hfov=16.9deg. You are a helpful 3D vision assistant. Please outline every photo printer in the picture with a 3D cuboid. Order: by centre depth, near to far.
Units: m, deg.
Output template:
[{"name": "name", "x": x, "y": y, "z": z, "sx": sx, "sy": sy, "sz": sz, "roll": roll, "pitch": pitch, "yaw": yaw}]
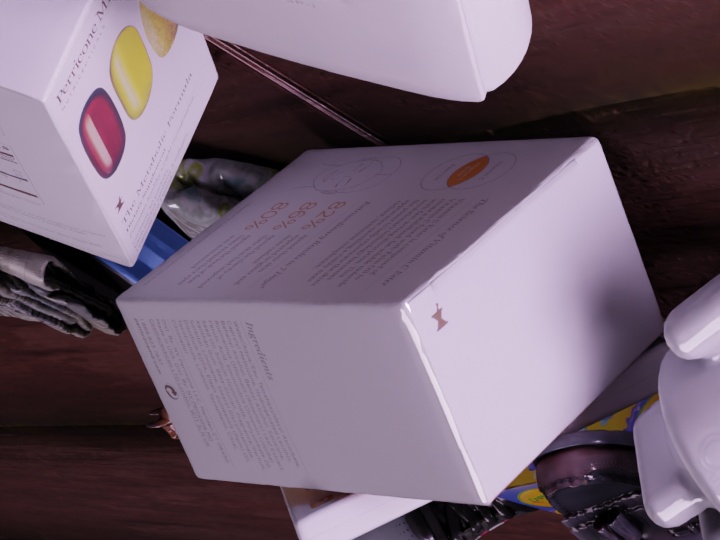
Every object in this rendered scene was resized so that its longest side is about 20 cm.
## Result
[{"name": "photo printer", "x": -0.024, "y": -0.143, "z": 0.889, "sx": 0.166, "sy": 0.070, "sz": 0.200, "roll": 17, "pitch": 163, "yaw": 14}]

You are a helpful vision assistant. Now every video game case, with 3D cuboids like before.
[{"name": "video game case", "x": 0.051, "y": 0.071, "z": 1.219, "sx": 0.182, "sy": 0.199, "sz": 0.023, "roll": -130, "pitch": 15, "yaw": -79}]

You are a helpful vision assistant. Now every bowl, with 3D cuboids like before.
[{"name": "bowl", "x": -0.128, "y": 0.002, "z": 1.438, "sx": 0.200, "sy": 0.039, "sz": 0.201, "roll": 34, "pitch": 171, "yaw": 6}]

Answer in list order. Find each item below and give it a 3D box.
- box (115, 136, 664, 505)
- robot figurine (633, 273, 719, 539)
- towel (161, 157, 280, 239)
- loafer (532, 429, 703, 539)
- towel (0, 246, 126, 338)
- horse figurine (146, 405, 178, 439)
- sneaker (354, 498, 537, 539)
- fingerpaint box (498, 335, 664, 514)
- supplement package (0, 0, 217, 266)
[{"name": "box", "x": 0.014, "y": 0.021, "z": 1.150, "sx": 0.199, "sy": 0.152, "sz": 0.107, "roll": 1, "pitch": 121, "yaw": 46}, {"name": "robot figurine", "x": 0.210, "y": 0.048, "z": 1.048, "sx": 0.169, "sy": 0.113, "sz": 0.200, "roll": 31, "pitch": 123, "yaw": -30}, {"name": "towel", "x": 0.000, "y": 0.000, "z": 1.358, "sx": 0.199, "sy": 0.048, "sz": 0.171, "roll": 13, "pitch": 159, "yaw": 25}, {"name": "loafer", "x": 0.156, "y": 0.126, "z": 1.167, "sx": 0.072, "sy": 0.063, "sz": 0.200, "roll": -19, "pitch": 152, "yaw": 36}, {"name": "towel", "x": -0.244, "y": 0.006, "z": 1.382, "sx": 0.199, "sy": 0.035, "sz": 0.193, "roll": 10, "pitch": 171, "yaw": 10}, {"name": "horse figurine", "x": -0.012, "y": 0.085, "z": 1.385, "sx": 0.132, "sy": 0.050, "sz": 0.200, "roll": 38, "pitch": 146, "yaw": -27}, {"name": "sneaker", "x": 0.076, "y": 0.125, "z": 1.445, "sx": 0.084, "sy": 0.200, "sz": 0.121, "roll": 55, "pitch": 154, "yaw": 3}, {"name": "fingerpaint box", "x": 0.191, "y": 0.094, "z": 1.297, "sx": 0.166, "sy": 0.074, "sz": 0.200, "roll": 16, "pitch": 162, "yaw": -26}, {"name": "supplement package", "x": -0.148, "y": -0.099, "z": 1.103, "sx": 0.109, "sy": 0.114, "sz": 0.200, "roll": 19, "pitch": 164, "yaw": 12}]
